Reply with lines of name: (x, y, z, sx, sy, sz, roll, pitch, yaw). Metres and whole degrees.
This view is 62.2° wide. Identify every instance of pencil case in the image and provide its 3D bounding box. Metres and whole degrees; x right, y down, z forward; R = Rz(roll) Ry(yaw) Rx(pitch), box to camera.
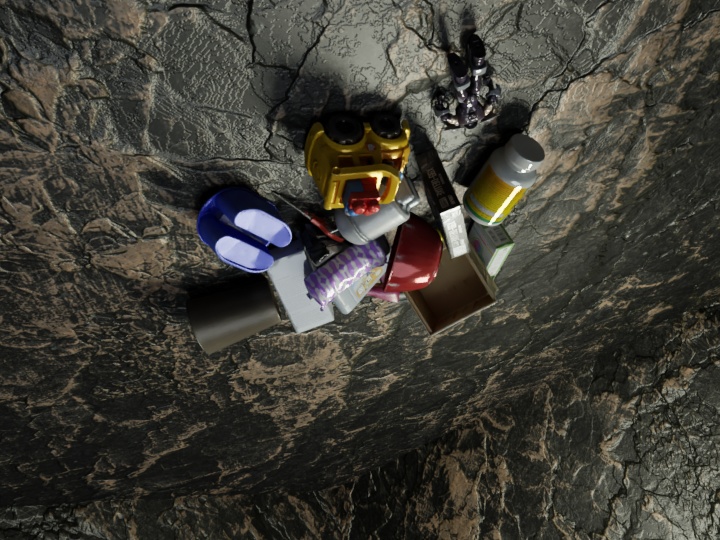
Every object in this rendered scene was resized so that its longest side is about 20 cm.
pencil case: (-0.034, 0.003, 1.341, 0.199, 0.086, 0.084, -37, 177, -7)

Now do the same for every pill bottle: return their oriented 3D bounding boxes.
pill bottle: (0.318, -0.201, 1.322, 0.112, 0.114, 0.201, -3, 146, -25)

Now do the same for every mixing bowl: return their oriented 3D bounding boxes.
mixing bowl: (0.126, -0.033, 1.379, 0.107, 0.202, 0.201, 15, 145, -2)

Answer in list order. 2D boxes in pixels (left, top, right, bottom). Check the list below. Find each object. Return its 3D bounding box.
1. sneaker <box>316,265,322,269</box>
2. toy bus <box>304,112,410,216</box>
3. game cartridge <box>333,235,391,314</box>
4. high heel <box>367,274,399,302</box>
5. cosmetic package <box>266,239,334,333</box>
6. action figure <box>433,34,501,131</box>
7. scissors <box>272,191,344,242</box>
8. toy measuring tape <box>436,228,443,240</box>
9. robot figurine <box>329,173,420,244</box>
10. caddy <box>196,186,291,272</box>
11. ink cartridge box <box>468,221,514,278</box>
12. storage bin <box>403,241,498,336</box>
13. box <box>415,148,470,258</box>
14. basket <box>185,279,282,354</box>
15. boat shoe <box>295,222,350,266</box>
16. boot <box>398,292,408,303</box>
sneaker: (-0.088, 0.019, 1.507, 0.198, 0.075, 0.088, -21, 155, 3)
toy bus: (0.013, -0.181, 1.109, 0.198, 0.193, 0.136, -8, 148, -19)
game cartridge: (0.000, 0.000, 1.451, 0.200, 0.041, 0.133, -49, 149, -12)
high heel: (0.006, 0.068, 1.597, 0.198, 0.067, 0.097, -15, 107, 2)
cosmetic package: (-0.143, 0.038, 1.409, 0.101, 0.071, 0.201, -19, 117, 4)
action figure: (0.200, -0.326, 1.100, 0.129, 0.070, 0.200, -25, 154, -2)
scissors: (-0.106, -0.113, 1.278, 0.014, 0.073, 0.199, -43, 142, 17)
toy measuring tape: (0.125, -0.060, 1.508, 0.199, 0.074, 0.073, -25, 151, 35)
robot figurine: (0.026, -0.130, 1.277, 0.199, 0.114, 0.169, -30, 161, 20)
caddy: (-0.238, -0.085, 1.219, 0.142, 0.105, 0.200, -50, 143, 9)
ink cartridge box: (0.328, -0.048, 1.585, 0.059, 0.104, 0.201, -18, 152, -18)
storage bin: (0.220, 0.028, 1.538, 0.199, 0.200, 0.094, -31, -176, 24)
box: (0.181, -0.141, 1.301, 0.049, 0.159, 0.200, -21, 150, 6)
basket: (-0.305, 0.107, 1.476, 0.198, 0.137, 0.181, -20, 154, -5)
boat shoe: (-0.084, -0.067, 1.376, 0.074, 0.093, 0.200, -36, 176, 9)
boot: (0.177, 0.015, 1.650, 0.164, 0.066, 0.200, 5, 146, -47)
